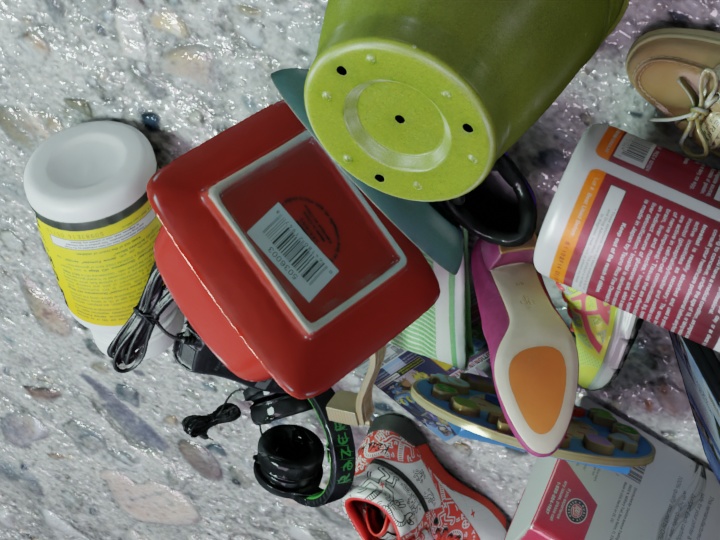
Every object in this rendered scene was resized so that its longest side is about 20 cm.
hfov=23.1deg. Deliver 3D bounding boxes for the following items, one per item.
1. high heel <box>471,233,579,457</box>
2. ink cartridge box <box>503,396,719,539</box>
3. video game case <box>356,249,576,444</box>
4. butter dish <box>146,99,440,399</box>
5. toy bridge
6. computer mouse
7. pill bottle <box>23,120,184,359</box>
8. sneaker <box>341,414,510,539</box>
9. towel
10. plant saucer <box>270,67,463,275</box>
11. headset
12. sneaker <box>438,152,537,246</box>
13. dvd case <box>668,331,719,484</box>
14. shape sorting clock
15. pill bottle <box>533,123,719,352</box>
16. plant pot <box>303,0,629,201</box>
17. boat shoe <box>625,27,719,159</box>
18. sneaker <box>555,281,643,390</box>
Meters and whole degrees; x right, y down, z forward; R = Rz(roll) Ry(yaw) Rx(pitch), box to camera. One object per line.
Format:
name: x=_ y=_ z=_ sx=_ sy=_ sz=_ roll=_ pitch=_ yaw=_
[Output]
high heel: x=0.119 y=0.056 z=1.346 sx=0.067 sy=0.202 sz=0.096 roll=-9 pitch=156 yaw=-9
ink cartridge box: x=0.235 y=0.225 z=1.490 sx=0.199 sy=0.145 sz=0.084 roll=30 pitch=143 yaw=-2
video game case: x=0.069 y=0.057 z=1.506 sx=0.182 sy=0.023 sz=0.200 roll=39 pitch=139 yaw=-13
butter dish: x=-0.074 y=0.001 z=1.349 sx=0.201 sy=0.199 sz=0.148 roll=54 pitch=135 yaw=1
toy bridge: x=-0.013 y=0.053 z=1.473 sx=0.067 sy=0.027 sz=0.201 roll=9 pitch=131 yaw=31
computer mouse: x=-0.106 y=0.034 z=1.485 sx=0.198 sy=0.046 sz=0.141 roll=9 pitch=128 yaw=-27
pill bottle: x=-0.212 y=-0.020 z=1.517 sx=0.111 sy=0.113 sz=0.201 roll=11 pitch=138 yaw=21
sneaker: x=0.061 y=0.237 z=1.639 sx=0.067 sy=0.108 sz=0.202 roll=-19 pitch=122 yaw=43
towel: x=0.000 y=0.000 z=1.452 sx=0.198 sy=0.023 sz=0.154 roll=16 pitch=134 yaw=25
plant saucer: x=0.012 y=-0.079 z=1.293 sx=0.027 sy=0.200 sz=0.200 roll=-42 pitch=110 yaw=7
headset: x=-0.081 y=0.149 z=1.616 sx=0.199 sy=0.093 sz=0.125 roll=13 pitch=114 yaw=55
sneaker: x=0.060 y=-0.094 z=1.261 sx=0.070 sy=0.100 sz=0.200 roll=-43 pitch=102 yaw=8
dvd case: x=0.279 y=0.122 z=1.369 sx=0.017 sy=0.143 sz=0.201 roll=-21 pitch=128 yaw=3
shape sorting clock: x=0.137 y=0.115 z=1.393 sx=0.198 sy=0.040 sz=0.200 roll=13 pitch=-176 yaw=-1
pill bottle: x=0.227 y=-0.013 z=1.198 sx=0.199 sy=0.113 sz=0.113 roll=24 pitch=141 yaw=10
plant pot: x=0.057 y=-0.153 z=1.146 sx=0.199 sy=0.194 sz=0.201 roll=16 pitch=140 yaw=14
boat shoe: x=0.267 y=-0.098 z=1.183 sx=0.199 sy=0.063 sz=0.074 roll=25 pitch=142 yaw=6
sneaker: x=0.179 y=0.004 z=1.345 sx=0.090 sy=0.078 sz=0.201 roll=19 pitch=129 yaw=12
